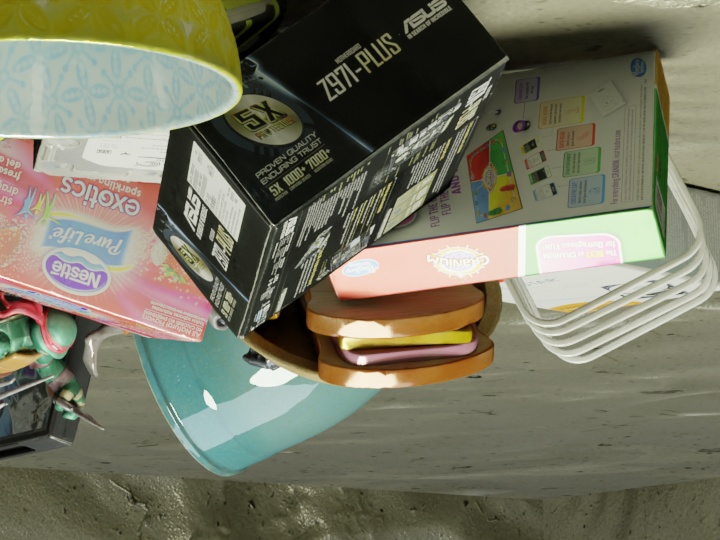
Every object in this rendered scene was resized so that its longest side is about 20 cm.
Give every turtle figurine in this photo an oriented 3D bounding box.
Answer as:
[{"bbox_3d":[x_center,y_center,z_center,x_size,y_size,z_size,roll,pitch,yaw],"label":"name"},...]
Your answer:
[{"bbox_3d":[-0.254,0.068,1.931,0.200,0.101,0.150,-12,165,38],"label":"turtle figurine"}]

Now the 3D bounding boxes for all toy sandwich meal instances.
[{"bbox_3d":[0.000,0.000,1.718,0.204,0.205,0.070,1,129,-8],"label":"toy sandwich meal"}]

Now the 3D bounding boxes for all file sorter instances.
[{"bbox_3d":[0.153,-0.025,1.810,0.139,0.125,0.200,-27,167,5],"label":"file sorter"}]

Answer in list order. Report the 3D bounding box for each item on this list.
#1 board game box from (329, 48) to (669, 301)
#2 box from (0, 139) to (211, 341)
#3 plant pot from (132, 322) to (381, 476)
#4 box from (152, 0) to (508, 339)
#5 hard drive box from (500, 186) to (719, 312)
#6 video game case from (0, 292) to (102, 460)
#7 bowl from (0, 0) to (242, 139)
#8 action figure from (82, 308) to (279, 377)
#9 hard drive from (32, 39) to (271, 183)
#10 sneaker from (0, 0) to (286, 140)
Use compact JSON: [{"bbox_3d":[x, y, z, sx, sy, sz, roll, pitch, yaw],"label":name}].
[{"bbox_3d":[0.084,-0.058,1.658,0.199,0.153,0.040,-8,130,15],"label":"board game box"},{"bbox_3d":[-0.196,-0.025,1.834,0.200,0.095,0.103,19,172,-24],"label":"box"},{"bbox_3d":[-0.050,0.034,2.115,0.188,0.201,0.200,-21,163,19],"label":"plant pot"},{"bbox_3d":[-0.021,-0.068,1.515,0.164,0.086,0.200,-36,170,-16],"label":"box"},{"bbox_3d":[0.158,-0.023,2.085,0.156,0.077,0.200,-11,165,43],"label":"hard drive box"},{"bbox_3d":[-0.248,0.045,2.091,0.025,0.201,0.181,24,158,-30],"label":"video game case"},{"bbox_3d":[-0.157,-0.137,1.340,0.199,0.108,0.200,-1,170,0],"label":"bowl"},{"bbox_3d":[-0.125,-0.004,1.960,0.193,0.200,0.105,-29,135,-12],"label":"action figure"},{"bbox_3d":[-0.121,-0.095,1.650,0.139,0.038,0.200,4,166,-11],"label":"hard drive"},{"bbox_3d":[-0.132,-0.134,1.487,0.200,0.077,0.075,-16,163,-26],"label":"sneaker"}]
